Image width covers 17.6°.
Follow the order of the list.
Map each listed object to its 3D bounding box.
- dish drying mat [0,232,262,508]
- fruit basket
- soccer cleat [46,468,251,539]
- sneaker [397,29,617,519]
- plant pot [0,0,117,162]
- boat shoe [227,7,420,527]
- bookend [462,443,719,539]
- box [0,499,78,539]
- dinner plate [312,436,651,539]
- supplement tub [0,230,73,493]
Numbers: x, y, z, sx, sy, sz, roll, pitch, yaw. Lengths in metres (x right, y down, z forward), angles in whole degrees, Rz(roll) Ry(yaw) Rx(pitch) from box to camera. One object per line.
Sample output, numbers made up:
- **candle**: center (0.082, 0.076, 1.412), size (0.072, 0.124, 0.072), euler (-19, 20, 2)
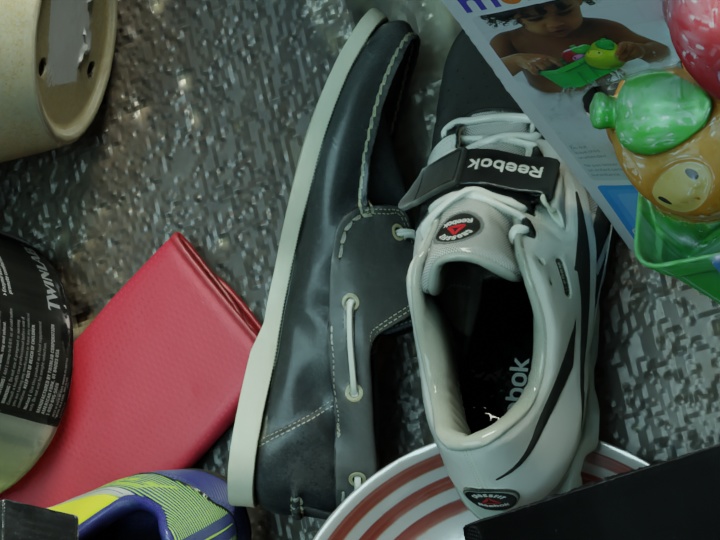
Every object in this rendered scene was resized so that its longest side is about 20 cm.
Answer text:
- **dish drying mat**: center (-0.117, 0.081, 0.989), size (0.200, 0.018, 0.077), euler (-48, 69, 17)
- **fruit basket**: center (0.137, -0.058, 0.755), size (0.184, 0.200, 0.094), euler (-8, 62, 27)
- **soccer cleat**: center (-0.138, 0.130, 0.943), size (0.199, 0.084, 0.065), euler (-22, 92, 20)
- **sneaker**: center (0.053, -0.014, 0.848), size (0.073, 0.089, 0.202), euler (-8, 68, 17)
- **plant pot**: center (-0.210, -0.110, 0.972), size (0.198, 0.187, 0.189), euler (8, 91, 15)
- **boat shoe**: center (0.000, 0.000, 0.909), size (0.067, 0.072, 0.202), euler (12, 92, 9)
- **bookend**: center (0.172, 0.097, 0.767), size (0.199, 0.199, 0.093), euler (-30, 70, 61)
- **box**: center (-0.188, 0.203, 0.897), size (0.199, 0.047, 0.195), euler (-18, 67, 38)
- **dinner plate**: center (0.062, 0.160, 0.872), size (0.198, 0.024, 0.202), euler (-1, 86, 18)
- **supplement tub**: center (-0.221, 0.023, 0.935), size (0.122, 0.199, 0.124), euler (-12, 70, 35)
